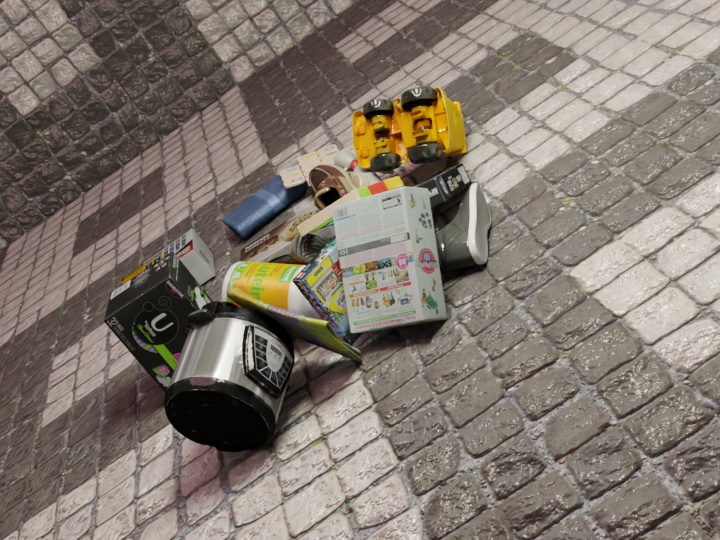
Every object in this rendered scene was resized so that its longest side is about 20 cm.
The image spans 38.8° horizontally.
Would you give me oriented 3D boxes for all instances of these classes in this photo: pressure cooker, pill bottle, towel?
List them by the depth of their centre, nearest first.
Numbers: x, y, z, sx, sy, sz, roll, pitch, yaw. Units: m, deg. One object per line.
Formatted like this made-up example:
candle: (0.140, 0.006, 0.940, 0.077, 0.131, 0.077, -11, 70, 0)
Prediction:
pressure cooker: (-0.194, 0.150, 1.551, 0.178, 0.176, 0.200, 13, 47, 2)
towel: (-0.101, 0.080, 1.563, 0.200, 0.144, 0.023, 18, 74, 33)
pill bottle: (-0.123, 0.044, 1.719, 0.200, 0.111, 0.111, 3, 40, 25)
towel: (-0.212, -0.148, 2.313, 0.200, 0.049, 0.112, -39, 27, -10)

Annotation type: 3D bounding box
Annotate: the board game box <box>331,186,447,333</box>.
board game box: (0.043, -0.013, 1.552, 0.147, 0.201, 0.064, -12, -7, 41)

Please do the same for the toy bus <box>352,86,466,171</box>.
toy bus: (0.109, -0.265, 1.981, 0.200, 0.136, 0.192, -10, -4, 27)

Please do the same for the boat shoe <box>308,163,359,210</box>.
boat shoe: (-0.054, -0.145, 1.916, 0.072, 0.072, 0.200, -6, 34, -33)

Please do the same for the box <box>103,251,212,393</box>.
box: (-0.337, 0.099, 1.834, 0.148, 0.200, 0.124, -33, 23, 7)

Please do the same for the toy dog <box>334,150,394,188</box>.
toy dog: (-0.001, -0.160, 2.007, 0.200, 0.132, 0.096, -99, 28, -68)

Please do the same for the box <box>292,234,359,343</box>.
box: (0.000, 0.000, 1.650, 0.200, 0.137, 0.038, -46, 25, -24)

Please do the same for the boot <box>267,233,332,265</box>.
boot: (-0.065, -0.006, 1.811, 0.200, 0.182, 0.073, 132, 158, -68)

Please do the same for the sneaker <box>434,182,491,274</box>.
sneaker: (0.155, -0.069, 1.653, 0.099, 0.071, 0.200, -19, 33, 23)

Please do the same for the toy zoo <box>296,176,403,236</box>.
toy zoo: (-0.008, -0.113, 1.740, 0.131, 0.020, 0.200, -30, -2, 31)

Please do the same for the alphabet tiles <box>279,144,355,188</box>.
alphabet tiles: (-0.085, -0.237, 2.285, 0.195, 0.015, 0.200, -19, 24, -3)

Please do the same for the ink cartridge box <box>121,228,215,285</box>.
ink cartridge box: (-0.429, 0.006, 2.273, 0.200, 0.084, 0.176, -35, 23, 3)

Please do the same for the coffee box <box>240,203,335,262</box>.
coffee box: (-0.130, -0.039, 1.964, 0.200, 0.080, 0.113, -30, 25, 10)

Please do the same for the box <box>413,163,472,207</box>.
box: (0.096, -0.123, 1.781, 0.160, 0.044, 0.200, -24, 4, 23)
